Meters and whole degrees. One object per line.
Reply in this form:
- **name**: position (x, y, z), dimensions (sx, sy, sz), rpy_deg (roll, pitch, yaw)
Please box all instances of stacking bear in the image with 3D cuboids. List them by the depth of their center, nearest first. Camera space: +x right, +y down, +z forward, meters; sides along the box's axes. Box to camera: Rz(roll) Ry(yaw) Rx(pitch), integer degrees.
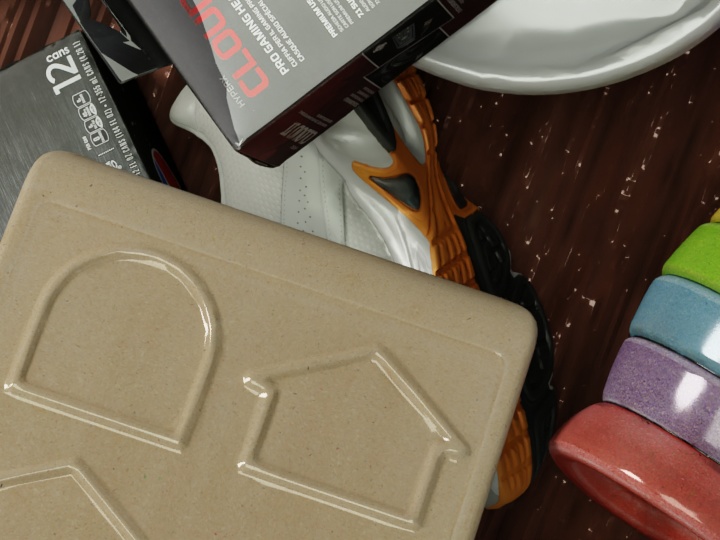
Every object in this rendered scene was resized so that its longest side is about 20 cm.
- **stacking bear**: position (0.164, 0.010, 0.981), dimensions (0.121, 0.114, 0.200), rpy_deg (31, 83, 33)

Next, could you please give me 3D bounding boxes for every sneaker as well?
- **sneaker**: position (0.000, 0.000, 1.037), dimensions (0.092, 0.076, 0.201), rpy_deg (-26, 87, 30)

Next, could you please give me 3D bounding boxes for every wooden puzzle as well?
- **wooden puzzle**: position (-0.054, 0.074, 0.945), dimensions (0.184, 0.046, 0.201), rpy_deg (19, 65, 1)

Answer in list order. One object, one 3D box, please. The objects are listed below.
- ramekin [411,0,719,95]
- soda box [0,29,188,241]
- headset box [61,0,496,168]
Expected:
- **ramekin**: position (0.068, -0.160, 1.012), dimensions (0.201, 0.094, 0.203), rpy_deg (-1, 87, 10)
- **soda box**: position (-0.081, 0.016, 1.040), dimensions (0.063, 0.071, 0.201), rpy_deg (-26, 84, 6)
- **headset box**: position (-0.015, -0.142, 0.939), dimensions (0.200, 0.077, 0.149), rpy_deg (-36, 82, 5)
